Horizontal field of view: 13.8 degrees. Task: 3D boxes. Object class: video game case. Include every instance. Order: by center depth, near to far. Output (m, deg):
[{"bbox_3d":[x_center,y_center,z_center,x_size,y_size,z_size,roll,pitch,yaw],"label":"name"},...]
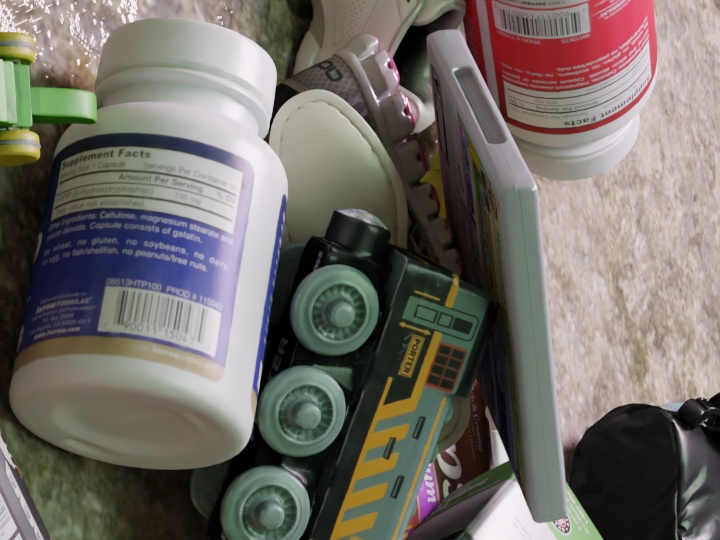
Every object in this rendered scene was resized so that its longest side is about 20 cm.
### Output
[{"bbox_3d":[0.072,0.001,1.556,0.182,0.022,0.201,-110,-169,-59],"label":"video game case"}]

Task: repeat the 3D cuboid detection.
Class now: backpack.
[{"bbox_3d":[0.213,0.152,1.931,0.200,0.126,0.168,-4,99,-60],"label":"backpack"}]

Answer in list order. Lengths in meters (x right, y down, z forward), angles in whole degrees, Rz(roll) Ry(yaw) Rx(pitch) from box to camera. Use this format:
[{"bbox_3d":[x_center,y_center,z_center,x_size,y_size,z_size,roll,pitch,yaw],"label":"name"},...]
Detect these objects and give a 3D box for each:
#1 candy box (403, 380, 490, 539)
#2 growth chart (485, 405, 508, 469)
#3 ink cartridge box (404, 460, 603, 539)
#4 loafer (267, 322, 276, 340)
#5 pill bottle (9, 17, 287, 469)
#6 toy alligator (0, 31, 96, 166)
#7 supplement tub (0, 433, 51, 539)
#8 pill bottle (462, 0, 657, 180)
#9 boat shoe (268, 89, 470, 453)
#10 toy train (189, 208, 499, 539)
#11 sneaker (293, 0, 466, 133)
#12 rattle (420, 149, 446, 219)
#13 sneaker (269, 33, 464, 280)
[{"bbox_3d":[0.027,0.131,1.695,0.116,0.056,0.201,5,81,-59],"label":"candy box"},{"bbox_3d":[0.086,0.108,1.761,0.200,0.018,0.146,-81,165,-69],"label":"growth chart"},{"bbox_3d":[0.068,0.207,1.579,0.146,0.084,0.200,57,35,-5],"label":"ink cartridge box"},{"bbox_3d":[-0.046,0.092,1.589,0.073,0.071,0.201,6,65,-24],"label":"loafer"},{"bbox_3d":[-0.098,-0.015,1.459,0.120,0.119,0.201,39,52,-49],"label":"pill bottle"},{"bbox_3d":[-0.206,-0.081,1.363,0.199,0.054,0.060,4,77,-49],"label":"toy alligator"},{"bbox_3d":[-0.195,0.122,1.268,0.123,0.122,0.201,-52,128,-49],"label":"supplement tub"},{"bbox_3d":[0.115,-0.146,1.723,0.200,0.112,0.113,78,23,-53],"label":"pill bottle"},{"bbox_3d":[0.000,0.000,1.552,0.060,0.072,0.201,-136,-157,-78],"label":"boat shoe"},{"bbox_3d":[-0.008,0.073,1.490,0.113,0.085,0.201,18,93,-21],"label":"toy train"},{"bbox_3d":[0.018,-0.163,1.698,0.078,0.099,0.201,11,75,-57],"label":"sneaker"},{"bbox_3d":[0.030,-0.028,1.765,0.200,0.142,0.131,-117,-178,-73],"label":"rattle"},{"bbox_3d":[-0.001,-0.023,1.620,0.074,0.087,0.201,154,-82,-80],"label":"sneaker"}]
